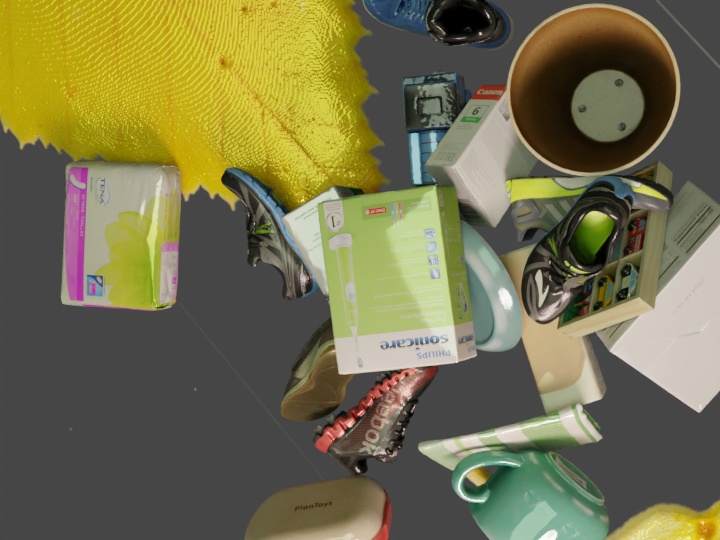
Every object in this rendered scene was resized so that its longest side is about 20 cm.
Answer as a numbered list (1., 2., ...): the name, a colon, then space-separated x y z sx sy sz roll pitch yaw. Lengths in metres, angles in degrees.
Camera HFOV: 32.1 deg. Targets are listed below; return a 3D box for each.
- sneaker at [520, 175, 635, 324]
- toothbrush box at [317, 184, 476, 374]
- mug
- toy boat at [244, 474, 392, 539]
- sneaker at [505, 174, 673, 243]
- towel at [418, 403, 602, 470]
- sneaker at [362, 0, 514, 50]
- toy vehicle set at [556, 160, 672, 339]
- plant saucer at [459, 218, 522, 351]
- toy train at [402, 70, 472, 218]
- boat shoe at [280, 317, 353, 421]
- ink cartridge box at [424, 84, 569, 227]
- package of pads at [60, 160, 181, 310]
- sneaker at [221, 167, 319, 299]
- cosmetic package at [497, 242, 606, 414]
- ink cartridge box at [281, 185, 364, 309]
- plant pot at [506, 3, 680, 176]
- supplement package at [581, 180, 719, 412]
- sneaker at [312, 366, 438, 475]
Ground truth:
1. sneaker: 0.232 -0.016 1.381 0.071 0.083 0.200 31 126 1
2. toothbrush box: 0.042 0.011 1.430 0.146 0.086 0.200 -8 88 20
3. mug: 0.215 0.283 1.499 0.114 0.185 0.152 -50 47 9
4. toy boat: -0.048 0.355 1.623 0.200 0.131 0.131 -13 118 16
5. sneaker: 0.262 -0.069 1.433 0.200 0.074 0.081 1 93 35
6. towel: 0.186 0.205 1.524 0.200 0.153 0.023 -14 69 15
7. sneaker: 0.086 -0.324 1.543 0.200 0.111 0.077 22 99 14
8. toy vehicle set: 0.296 -0.024 1.449 0.027 0.200 0.124 34 142 -24
9. plant saucer: 0.117 0.018 1.519 0.027 0.200 0.200 -32 82 -24
10. toy train: 0.099 -0.150 1.545 0.087 0.114 0.200 -3 92 17
11. boat shoe: -0.051 0.128 1.597 0.072 0.201 0.066 9 55 -17
12. ink cartridge box: 0.168 -0.162 1.503 0.050 0.109 0.200 9 57 46
13. package of pads: -0.322 -0.048 1.696 0.154 0.068 0.200 3 94 16
14. sneaker: -0.124 -0.049 1.630 0.083 0.071 0.200 -34 86 9
15. cosmetic package: 0.234 0.066 1.524 0.071 0.105 0.200 -19 86 15
16. ink cartridge box: 0.000 0.000 1.565 0.083 0.147 0.200 -30 85 12
17. plant pot: 0.277 -0.200 1.447 0.186 0.200 0.186 1 93 16
18. supplement package: 0.385 0.030 1.441 0.156 0.111 0.200 34 104 -24
19. sneaker: 0.035 0.188 1.601 0.200 0.071 0.098 -42 78 16
